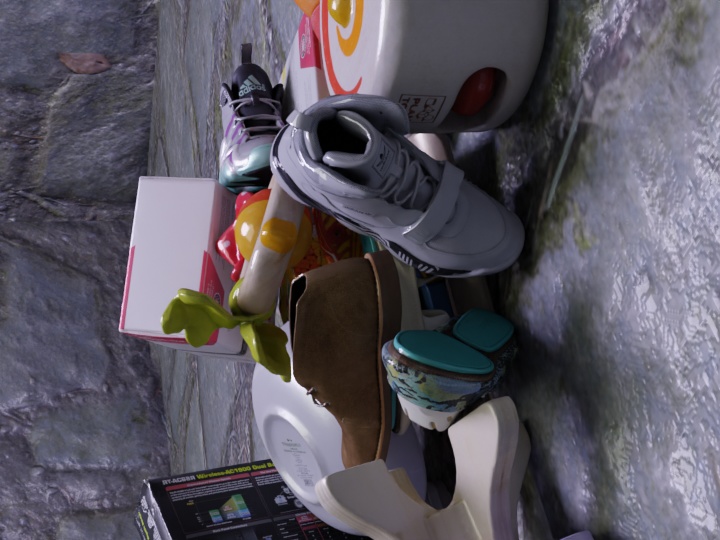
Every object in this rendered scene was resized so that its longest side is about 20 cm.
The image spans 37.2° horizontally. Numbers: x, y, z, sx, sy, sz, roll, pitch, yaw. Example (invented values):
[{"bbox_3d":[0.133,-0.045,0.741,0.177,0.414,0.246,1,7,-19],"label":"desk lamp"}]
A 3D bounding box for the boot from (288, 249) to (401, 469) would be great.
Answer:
[{"bbox_3d":[-0.015,0.074,0.759,0.074,0.074,0.203,-113,18,-50],"label":"boot"}]

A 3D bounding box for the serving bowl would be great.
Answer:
[{"bbox_3d":[-0.033,0.144,0.912,0.199,0.065,0.203,36,141,35],"label":"serving bowl"}]

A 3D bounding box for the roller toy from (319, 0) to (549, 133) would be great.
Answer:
[{"bbox_3d":[0.043,-0.193,0.783,0.200,0.137,0.186,-131,42,-64],"label":"roller toy"}]

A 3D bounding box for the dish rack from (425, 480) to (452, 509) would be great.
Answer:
[{"bbox_3d":[0.064,0.292,0.925,0.173,0.043,0.202,-107,22,-44],"label":"dish rack"}]

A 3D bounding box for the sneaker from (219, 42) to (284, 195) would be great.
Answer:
[{"bbox_3d":[-0.103,-0.149,1.022,0.200,0.076,0.143,177,92,-73],"label":"sneaker"}]

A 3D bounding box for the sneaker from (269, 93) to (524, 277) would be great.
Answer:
[{"bbox_3d":[0.030,-0.056,0.738,0.115,0.197,0.076,127,167,-81],"label":"sneaker"}]

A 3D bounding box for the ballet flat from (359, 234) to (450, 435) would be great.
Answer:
[{"bbox_3d":[0.038,0.020,0.815,0.069,0.068,0.204,152,111,-71],"label":"ballet flat"}]

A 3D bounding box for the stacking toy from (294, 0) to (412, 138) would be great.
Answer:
[{"bbox_3d":[0.015,-0.200,0.924,0.146,0.144,0.204,146,110,-70],"label":"stacking toy"}]

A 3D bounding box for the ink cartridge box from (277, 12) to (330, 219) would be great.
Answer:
[{"bbox_3d":[-0.032,-0.145,1.061,0.200,0.082,0.148,126,141,-62],"label":"ink cartridge box"}]

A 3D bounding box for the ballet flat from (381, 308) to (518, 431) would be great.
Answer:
[{"bbox_3d":[0.061,0.074,0.727,0.199,0.073,0.076,-7,-82,-64],"label":"ballet flat"}]

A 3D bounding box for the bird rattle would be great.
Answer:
[{"bbox_3d":[-0.069,-0.016,0.864,0.164,0.111,0.201,-61,5,41],"label":"bird rattle"}]

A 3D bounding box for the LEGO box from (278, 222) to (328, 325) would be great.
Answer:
[{"bbox_3d":[-0.025,0.059,1.051,0.201,0.076,0.151,104,150,-68],"label":"LEGO box"}]

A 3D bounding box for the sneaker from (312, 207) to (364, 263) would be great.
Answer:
[{"bbox_3d":[0.000,0.000,0.886,0.077,0.072,0.204,146,110,-71],"label":"sneaker"}]

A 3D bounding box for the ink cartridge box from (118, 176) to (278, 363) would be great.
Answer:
[{"bbox_3d":[-0.148,0.006,1.049,0.200,0.083,0.148,38,-124,-72],"label":"ink cartridge box"}]

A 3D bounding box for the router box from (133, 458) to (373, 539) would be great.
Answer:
[{"bbox_3d":[-0.087,0.248,0.958,0.151,0.197,0.063,56,136,39],"label":"router box"}]

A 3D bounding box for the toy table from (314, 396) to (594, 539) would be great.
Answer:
[{"bbox_3d":[0.062,0.176,0.720,0.199,0.182,0.119,-38,66,37],"label":"toy table"}]

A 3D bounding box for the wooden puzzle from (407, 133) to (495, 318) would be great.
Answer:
[{"bbox_3d":[0.044,-0.009,0.913,0.200,0.037,0.189,159,96,-71],"label":"wooden puzzle"}]
